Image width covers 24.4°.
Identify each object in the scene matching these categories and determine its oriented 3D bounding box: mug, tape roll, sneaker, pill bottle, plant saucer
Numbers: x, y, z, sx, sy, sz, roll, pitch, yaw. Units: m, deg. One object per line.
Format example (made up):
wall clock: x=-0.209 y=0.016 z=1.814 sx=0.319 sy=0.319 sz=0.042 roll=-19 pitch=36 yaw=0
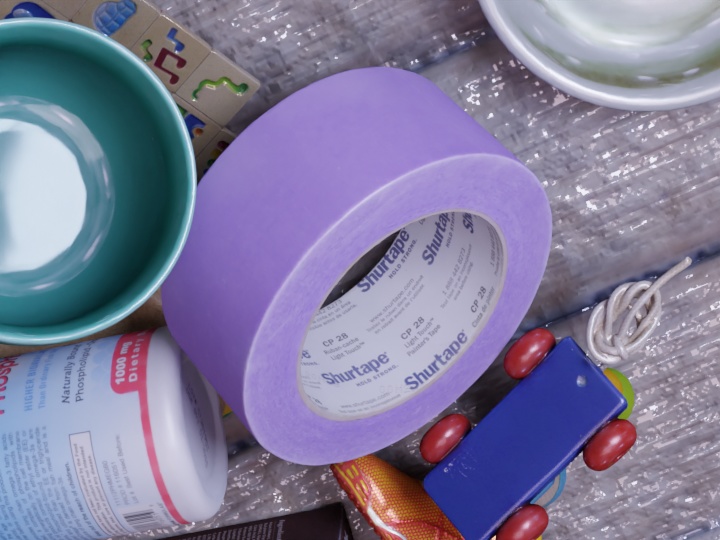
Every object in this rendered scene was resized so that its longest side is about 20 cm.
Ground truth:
mug: x=-0.180 y=-0.040 z=0.814 sx=0.183 sy=0.114 sz=0.154 roll=0 pitch=89 yaw=-17
tape roll: x=0.000 y=0.000 z=0.883 sx=0.199 sy=0.085 sz=0.201 roll=-26 pitch=140 yaw=-24
sneaker: x=0.065 y=0.163 z=1.037 sx=0.199 sy=0.073 sz=0.077 roll=38 pitch=90 yaw=-18
pill bottle: x=-0.182 y=0.101 z=0.936 sx=0.198 sy=0.109 sz=0.110 roll=-11 pitch=114 yaw=8
plant saucer: x=0.152 y=-0.185 z=0.868 sx=0.198 sy=0.050 sz=0.202 roll=2 pitch=115 yaw=4

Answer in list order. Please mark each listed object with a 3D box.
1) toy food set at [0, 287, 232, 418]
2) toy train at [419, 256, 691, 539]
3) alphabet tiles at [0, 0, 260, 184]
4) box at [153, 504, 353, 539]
toy food set: x=-0.176 y=0.063 z=1.005 sx=0.199 sy=0.049 sz=0.199 roll=-25 pitch=111 yaw=14
toy train: x=0.133 y=0.071 z=0.959 sx=0.200 sy=0.116 sz=0.085 roll=-46 pitch=72 yaw=14
alphabet tiles: x=-0.155 y=-0.080 z=0.884 sx=0.199 sy=0.006 sz=0.166 roll=34 pitch=118 yaw=-25
box: x=-0.095 y=0.225 z=1.063 sx=0.198 sy=0.075 sz=0.101 roll=-13 pitch=113 yaw=7
